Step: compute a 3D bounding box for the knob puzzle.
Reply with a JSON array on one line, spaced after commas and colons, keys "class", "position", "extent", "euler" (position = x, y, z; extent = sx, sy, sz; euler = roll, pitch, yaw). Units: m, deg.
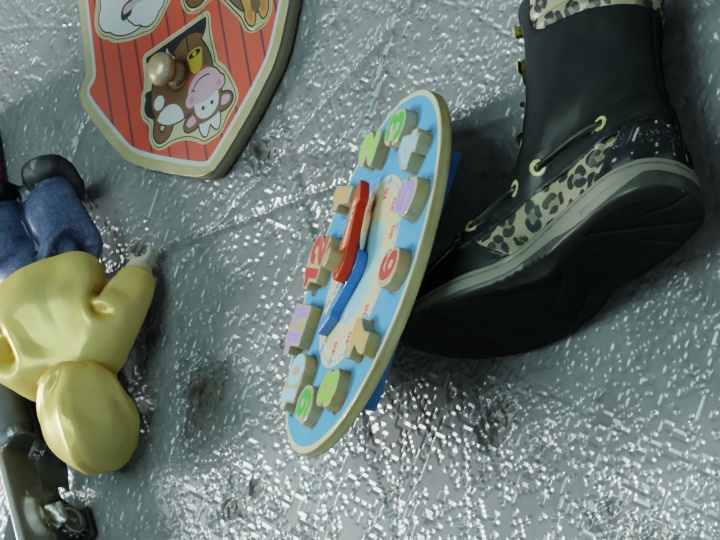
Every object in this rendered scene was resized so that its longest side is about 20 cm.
[{"class": "knob puzzle", "position": [-0.107, -0.146, 1.717], "extent": [0.219, 0.030, 0.220], "euler": [-15, 68, 42]}]

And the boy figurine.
[{"class": "boy figurine", "position": [-0.171, 0.028, 1.708], "extent": [0.124, 0.064, 0.200], "euler": [-26, 61, 8]}]

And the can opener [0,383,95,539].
[{"class": "can opener", "position": [-0.211, 0.106, 1.735], "extent": [0.067, 0.053, 0.200], "euler": [-42, 51, 29]}]

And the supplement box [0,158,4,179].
[{"class": "supplement box", "position": [-0.337, -0.027, 1.847], "extent": [0.200, 0.131, 0.103], "euler": [-32, 57, 35]}]

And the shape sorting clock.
[{"class": "shape sorting clock", "position": [0.000, 0.000, 1.508], "extent": [0.200, 0.039, 0.200], "euler": [-161, 90, -80]}]

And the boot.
[{"class": "boot", "position": [0.092, -0.054, 1.462], "extent": [0.203, 0.073, 0.154], "euler": [-35, 47, 43]}]
